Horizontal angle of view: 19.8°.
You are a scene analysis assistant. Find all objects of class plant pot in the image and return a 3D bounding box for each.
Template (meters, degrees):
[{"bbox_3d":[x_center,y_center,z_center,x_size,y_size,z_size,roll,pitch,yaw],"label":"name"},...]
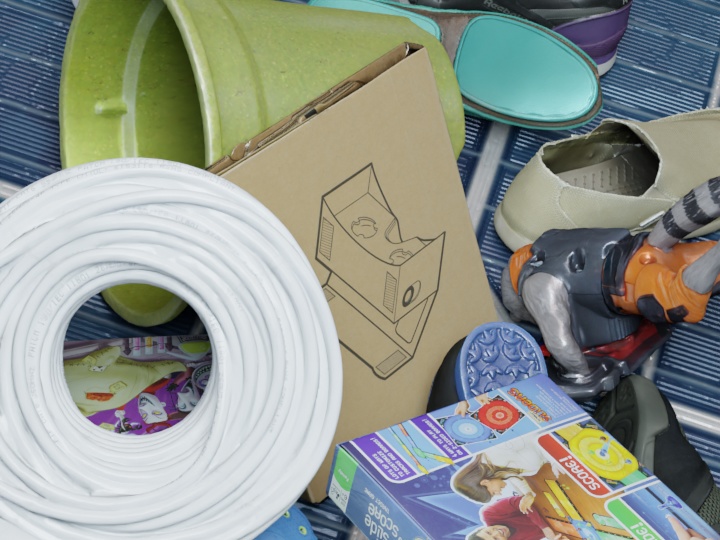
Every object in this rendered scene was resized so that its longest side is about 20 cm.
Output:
[{"bbox_3d":[-0.049,-0.076,1.173,0.184,0.201,0.201,-5,52,-30],"label":"plant pot"}]

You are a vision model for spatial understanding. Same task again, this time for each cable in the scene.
[{"bbox_3d":[-0.110,0.047,0.991,0.200,0.069,0.200,-45,94,-2],"label":"cable"}]

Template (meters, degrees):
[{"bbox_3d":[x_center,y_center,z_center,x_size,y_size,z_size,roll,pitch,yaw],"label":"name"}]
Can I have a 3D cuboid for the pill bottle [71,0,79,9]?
[{"bbox_3d":[-0.114,-0.237,1.322,0.112,0.112,0.200,19,50,4],"label":"pill bottle"}]

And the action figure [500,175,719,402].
[{"bbox_3d":[0.166,-0.008,1.171,0.200,0.193,0.105,-40,112,-51],"label":"action figure"}]

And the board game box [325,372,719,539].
[{"bbox_3d":[0.096,0.135,0.972,0.135,0.035,0.200,-16,44,-34],"label":"board game box"}]

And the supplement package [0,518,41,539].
[{"bbox_3d":[-0.145,0.209,0.957,0.200,0.110,0.114,27,51,10],"label":"supplement package"}]

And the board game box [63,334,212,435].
[{"bbox_3d":[-0.157,0.082,1.077,0.200,0.032,0.120,-3,40,-5],"label":"board game box"}]

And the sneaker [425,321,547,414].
[{"bbox_3d":[0.072,0.131,1.099,0.070,0.078,0.200,3,72,-12],"label":"sneaker"}]

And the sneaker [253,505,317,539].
[{"bbox_3d":[-0.033,0.167,1.037,0.200,0.076,0.105,29,51,13],"label":"sneaker"}]

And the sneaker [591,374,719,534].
[{"bbox_3d":[0.182,0.143,1.108,0.114,0.076,0.200,21,30,-23],"label":"sneaker"}]

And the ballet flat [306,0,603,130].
[{"bbox_3d":[0.059,-0.130,1.295,0.200,0.070,0.067,16,82,11],"label":"ballet flat"}]

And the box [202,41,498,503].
[{"bbox_3d":[0.000,0.000,1.111,0.163,0.200,0.021,-35,32,-32],"label":"box"}]

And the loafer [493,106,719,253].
[{"bbox_3d":[0.177,-0.059,1.266,0.200,0.068,0.076,-20,58,-25],"label":"loafer"}]

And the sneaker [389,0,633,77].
[{"bbox_3d":[0.078,-0.190,1.338,0.200,0.088,0.076,8,51,-4],"label":"sneaker"}]
